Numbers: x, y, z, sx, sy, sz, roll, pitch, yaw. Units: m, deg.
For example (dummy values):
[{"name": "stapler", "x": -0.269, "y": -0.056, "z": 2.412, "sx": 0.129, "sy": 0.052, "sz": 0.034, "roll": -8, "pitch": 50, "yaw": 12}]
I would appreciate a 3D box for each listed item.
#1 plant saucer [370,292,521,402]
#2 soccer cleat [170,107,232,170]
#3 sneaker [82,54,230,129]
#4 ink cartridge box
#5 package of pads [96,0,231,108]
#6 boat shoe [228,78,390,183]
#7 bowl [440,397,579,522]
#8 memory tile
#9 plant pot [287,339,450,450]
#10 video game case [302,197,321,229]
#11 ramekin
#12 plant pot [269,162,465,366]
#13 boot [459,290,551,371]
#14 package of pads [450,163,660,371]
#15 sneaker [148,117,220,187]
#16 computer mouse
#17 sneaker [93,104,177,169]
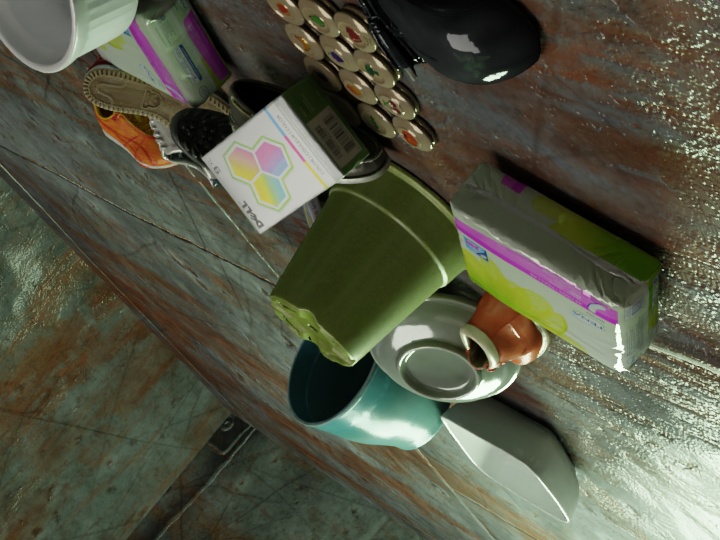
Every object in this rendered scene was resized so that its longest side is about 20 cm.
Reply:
[{"name": "plant saucer", "x": 0.101, "y": 0.112, "z": 1.691, "sx": 0.200, "sy": 0.050, "sz": 0.200, "roll": 10, "pitch": 139, "yaw": 9}, {"name": "soccer cleat", "x": -0.142, "y": -0.141, "z": 1.594, "sx": 0.200, "sy": 0.068, "sz": 0.073, "roll": 17, "pitch": -179, "yaw": -31}, {"name": "sneaker", "x": -0.246, "y": -0.226, "z": 1.701, "sx": 0.200, "sy": 0.071, "sz": 0.112, "roll": 18, "pitch": -156, "yaw": -15}, {"name": "ink cartridge box", "x": -0.095, "y": -0.109, "z": 1.414, "sx": 0.200, "sy": 0.059, "sz": 0.104, "roll": -30, "pitch": 100, "yaw": 42}, {"name": "package of pads", "x": -0.252, "y": -0.281, "z": 1.552, "sx": 0.200, "sy": 0.068, "sz": 0.155, "roll": 30, "pitch": 162, "yaw": 35}, {"name": "boat shoe", "x": -0.059, "y": -0.152, "z": 1.449, "sx": 0.202, "sy": 0.072, "sz": 0.060, "roll": 23, "pitch": 146, "yaw": 26}, {"name": "bowl", "x": 0.231, "y": 0.267, "z": 1.982, "sx": 0.200, "sy": 0.075, "sz": 0.200, "roll": 25, "pitch": 160, "yaw": 41}, {"name": "memory tile", "x": -0.010, "y": -0.195, "z": 1.308, "sx": 0.153, "sy": 0.017, "sz": 0.200, "roll": 28, "pitch": 162, "yaw": 38}, {"name": "plant pot", "x": 0.026, "y": 0.174, "z": 2.005, "sx": 0.188, "sy": 0.200, "sz": 0.200, "roll": 32, "pitch": 172, "yaw": -33}, {"name": "video game case", "x": -0.037, "y": -0.011, "z": 1.723, "sx": 0.143, "sy": 0.018, "sz": 0.200, "roll": 83, "pitch": 166, "yaw": -69}, {"name": "ramekin", "x": -0.323, "y": -0.319, "z": 1.424, "sx": 0.200, "sy": 0.098, "sz": 0.201, "roll": 29, "pitch": 135, "yaw": 34}, {"name": "plant pot", "x": 0.000, "y": 0.000, "z": 1.522, "sx": 0.200, "sy": 0.190, "sz": 0.200, "roll": 37, "pitch": 166, "yaw": 11}, {"name": "boot", "x": 0.158, "y": 0.075, "z": 1.527, "sx": 0.075, "sy": 0.107, "sz": 0.200, "roll": 31, "pitch": 165, "yaw": 24}, {"name": "package of pads", "x": 0.185, "y": 0.001, "z": 1.275, "sx": 0.200, "sy": 0.068, "sz": 0.155, "roll": 33, "pitch": 164, "yaw": 25}, {"name": "sneaker", "x": -0.250, "y": -0.187, "z": 1.819, "sx": 0.200, "sy": 0.071, "sz": 0.073, "roll": 35, "pitch": 165, "yaw": 17}, {"name": "computer mouse", "x": 0.059, "y": -0.189, "z": 1.081, "sx": 0.200, "sy": 0.053, "sz": 0.139, "roll": 24, "pitch": 158, "yaw": 47}, {"name": "sneaker", "x": -0.322, "y": -0.205, "z": 1.953, "sx": 0.200, "sy": 0.073, "sz": 0.077, "roll": 27, "pitch": 151, "yaw": 32}]
